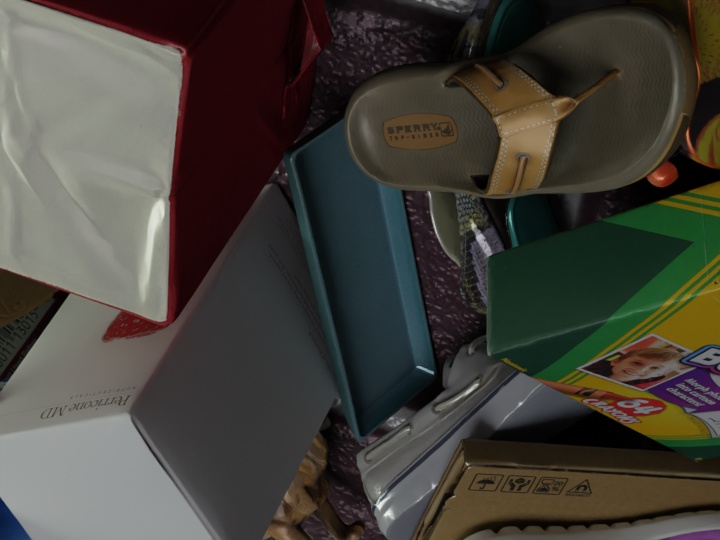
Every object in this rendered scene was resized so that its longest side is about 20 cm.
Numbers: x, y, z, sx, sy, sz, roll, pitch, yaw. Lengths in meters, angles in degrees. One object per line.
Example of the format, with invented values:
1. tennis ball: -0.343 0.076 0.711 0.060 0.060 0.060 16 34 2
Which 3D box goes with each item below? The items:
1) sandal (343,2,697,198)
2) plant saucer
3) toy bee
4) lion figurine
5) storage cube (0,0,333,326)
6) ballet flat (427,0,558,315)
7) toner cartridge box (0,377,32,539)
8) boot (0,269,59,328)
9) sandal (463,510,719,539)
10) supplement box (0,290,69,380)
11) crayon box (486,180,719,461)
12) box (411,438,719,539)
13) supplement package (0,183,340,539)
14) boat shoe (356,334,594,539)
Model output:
1. sandal: 0.062 -0.068 0.812 0.200 0.054 0.081 -5 102 41
2. plant saucer: 0.000 0.000 0.994 0.019 0.070 0.200 25 140 38
3. toy bee: 0.163 -0.089 0.796 0.200 0.109 0.131 60 170 -4
4. lion figurine: -0.074 0.150 1.149 0.122 0.073 0.200 44 134 -11
5. storage cube: -0.128 -0.111 0.878 0.200 0.180 0.171 19 133 10
6. ballet flat: 0.060 -0.055 0.918 0.072 0.072 0.201 4 128 22
7. toner cartridge box: -0.170 0.107 1.054 0.043 0.200 0.095 5 97 29
8. boot: -0.186 -0.061 1.008 0.156 0.200 0.073 53 167 33
9. sandal: 0.146 0.178 1.004 0.202 0.050 0.083 -3 140 -7
10. supplement box: -0.271 0.084 1.144 0.103 0.131 0.200 40 134 -11
11. crayon box: 0.187 0.027 0.869 0.172 0.058 0.200 -17 150 36
12. box: 0.129 0.156 1.032 0.199 0.021 0.164 5 138 -15
13. supplement package: -0.102 0.065 1.000 0.121 0.200 0.120 -12 122 31
14. boat shoe: 0.074 0.069 1.011 0.200 0.071 0.070 -44 58 26
